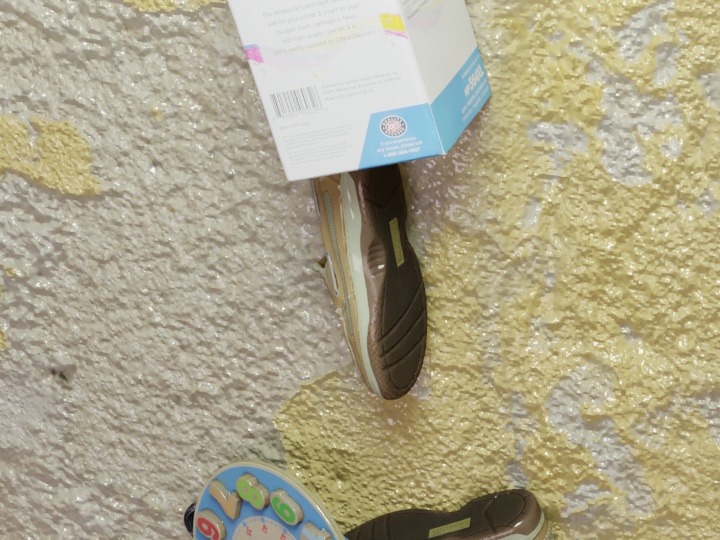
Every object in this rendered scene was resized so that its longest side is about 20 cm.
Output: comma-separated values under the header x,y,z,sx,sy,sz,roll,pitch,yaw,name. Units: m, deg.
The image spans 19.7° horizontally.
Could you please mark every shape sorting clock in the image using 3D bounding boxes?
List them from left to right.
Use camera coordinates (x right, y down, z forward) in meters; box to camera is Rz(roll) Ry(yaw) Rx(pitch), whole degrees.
x,y,z,sx,sy,sz,roll,pitch,yaw,name
-0.072,0.254,1.720,0.199,0.039,0.201,18,119,36,shape sorting clock

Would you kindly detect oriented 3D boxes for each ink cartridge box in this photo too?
x,y,z,sx,sy,sz,roll,pitch,yaw,name
-0.005,-0.186,1.476,0.128,0.125,0.201,-8,112,25,ink cartridge box

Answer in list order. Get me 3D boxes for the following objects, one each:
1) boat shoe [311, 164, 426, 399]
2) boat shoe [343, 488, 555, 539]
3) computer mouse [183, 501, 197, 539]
x,y,z,sx,sy,sz,roll,pitch,yaw,name
0.000,0.000,1.601,0.076,0.072,0.202,6,110,35,boat shoe
0.067,0.239,1.695,0.199,0.072,0.076,-14,125,29,boat shoe
-0.082,0.279,1.794,0.200,0.034,0.059,45,124,-2,computer mouse
